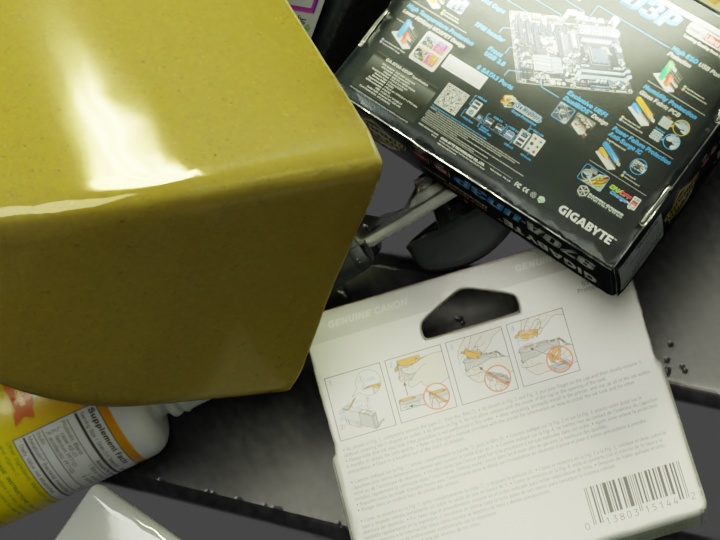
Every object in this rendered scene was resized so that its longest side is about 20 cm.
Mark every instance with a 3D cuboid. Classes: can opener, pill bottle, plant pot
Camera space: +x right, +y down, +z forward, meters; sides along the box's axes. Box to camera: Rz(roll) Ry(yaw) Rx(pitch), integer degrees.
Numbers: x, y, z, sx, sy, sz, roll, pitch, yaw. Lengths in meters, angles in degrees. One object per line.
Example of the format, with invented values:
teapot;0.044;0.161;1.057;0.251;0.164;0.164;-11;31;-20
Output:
can opener;0.000;0.000;1.174;0.199;0.053;0.067;-32;98;19
pill bottle;-0.188;0.080;1.173;0.199;0.109;0.110;-25;70;2
plant pot;-0.138;-0.045;1.053;0.199;0.196;0.195;-13;56;-29

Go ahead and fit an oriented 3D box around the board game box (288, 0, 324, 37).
board game box;-0.076;-0.223;1.178;0.200;0.034;0.135;42;119;45

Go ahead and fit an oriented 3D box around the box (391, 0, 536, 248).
box;0.091;-0.127;1.217;0.200;0.048;0.159;37;83;19

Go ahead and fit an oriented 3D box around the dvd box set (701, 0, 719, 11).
dvd box set;0.186;-0.199;1.200;0.200;0.029;0.146;40;55;20

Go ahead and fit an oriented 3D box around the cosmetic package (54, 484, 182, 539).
cosmetic package;-0.095;0.248;1.073;0.199;0.165;0.165;33;81;18

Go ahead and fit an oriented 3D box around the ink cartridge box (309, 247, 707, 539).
ink cartridge box;0.081;0.087;1.154;0.199;0.045;0.177;-16;71;5

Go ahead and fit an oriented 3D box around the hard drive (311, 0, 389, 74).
hard drive;-0.042;-0.213;1.201;0.200;0.033;0.140;53;126;40

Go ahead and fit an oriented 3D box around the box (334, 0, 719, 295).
box;0.106;-0.105;1.108;0.199;0.046;0.159;33;78;19
